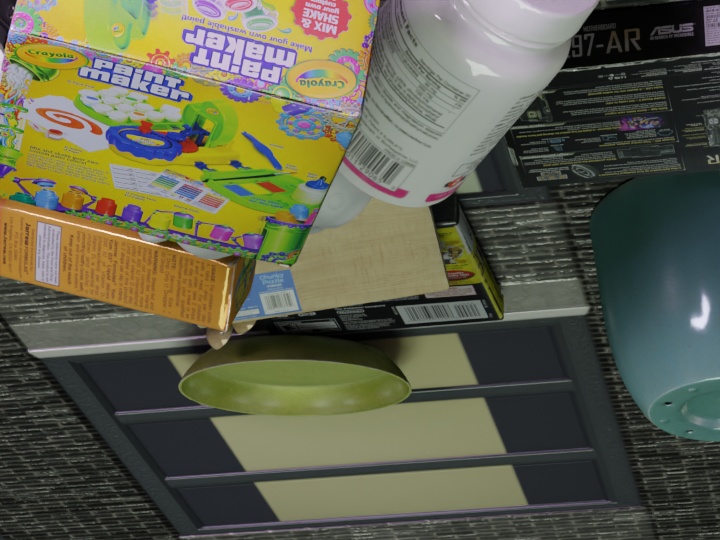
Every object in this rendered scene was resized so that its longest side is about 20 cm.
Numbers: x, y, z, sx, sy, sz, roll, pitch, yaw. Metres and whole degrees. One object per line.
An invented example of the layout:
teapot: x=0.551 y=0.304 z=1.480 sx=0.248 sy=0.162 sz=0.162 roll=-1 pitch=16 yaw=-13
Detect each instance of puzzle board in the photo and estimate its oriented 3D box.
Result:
puzzle board: x=-0.044 y=-0.029 z=1.825 sx=0.199 sy=0.017 sz=0.151 roll=-9 pitch=133 yaw=8

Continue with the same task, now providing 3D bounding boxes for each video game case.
video game case: x=0.000 y=0.000 z=1.934 sx=0.199 sy=0.026 sz=0.181 roll=-5 pitch=154 yaw=14

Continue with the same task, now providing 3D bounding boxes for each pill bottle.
pill bottle: x=0.063 y=-0.138 z=1.538 sx=0.113 sy=0.114 sz=0.200 roll=14 pitch=142 yaw=-25

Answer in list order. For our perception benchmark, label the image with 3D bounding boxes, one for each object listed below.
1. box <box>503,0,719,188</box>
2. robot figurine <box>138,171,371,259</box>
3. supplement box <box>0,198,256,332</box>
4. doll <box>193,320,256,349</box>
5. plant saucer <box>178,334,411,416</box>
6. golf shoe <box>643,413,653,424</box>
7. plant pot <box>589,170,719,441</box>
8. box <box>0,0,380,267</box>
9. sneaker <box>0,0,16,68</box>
box: x=0.194 y=-0.119 z=1.666 sx=0.199 sy=0.044 sz=0.160 roll=-5 pitch=153 yaw=12
robot figurine: x=-0.068 y=-0.075 z=1.683 sx=0.199 sy=0.113 sz=0.170 roll=-14 pitch=-171 yaw=27
supplement box: x=-0.178 y=-0.017 z=1.781 sx=0.199 sy=0.067 sz=0.069 roll=13 pitch=122 yaw=11
doll: x=-0.173 y=-0.006 z=1.887 sx=0.199 sy=0.049 sz=0.136 roll=26 pitch=147 yaw=-25
plant saucer: x=-0.056 y=0.088 z=2.082 sx=0.199 sy=0.031 sz=0.200 roll=0 pitch=163 yaw=0
golf shoe: x=0.305 y=0.067 z=2.021 sx=0.200 sy=0.073 sz=0.092 roll=-31 pitch=134 yaw=32
plant pot: x=0.275 y=0.034 z=1.844 sx=0.199 sy=0.162 sz=0.201 roll=1 pitch=155 yaw=0
box: x=-0.106 y=-0.116 z=1.426 sx=0.199 sy=0.123 sz=0.193 roll=14 pitch=152 yaw=-8
sneaker: x=-0.255 y=-0.160 z=1.576 sx=0.079 sy=0.074 sz=0.200 roll=-11 pitch=147 yaw=42
